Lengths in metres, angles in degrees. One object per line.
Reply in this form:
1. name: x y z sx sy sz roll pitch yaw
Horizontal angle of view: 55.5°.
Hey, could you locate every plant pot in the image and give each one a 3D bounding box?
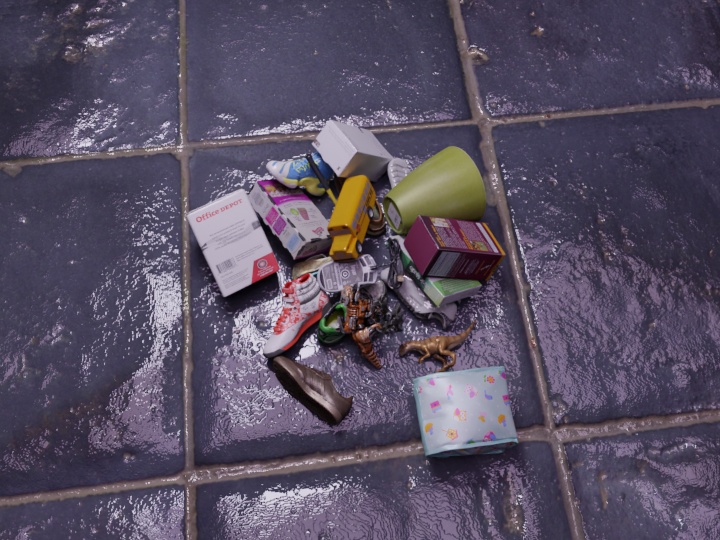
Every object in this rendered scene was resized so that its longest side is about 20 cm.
1. plant pot: 0.158 -0.165 1.589 0.197 0.188 0.189 -24 69 -20

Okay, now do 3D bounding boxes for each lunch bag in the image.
1. lunch bag: 0.213 0.301 1.442 0.196 0.122 0.174 -3 67 -10

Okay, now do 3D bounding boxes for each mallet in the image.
1. mallet: -0.071 -0.182 1.602 0.041 0.201 0.066 -32 33 0

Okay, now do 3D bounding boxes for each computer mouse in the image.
1. computer mouse: 0.000 0.000 1.535 0.196 0.044 0.112 -11 85 7

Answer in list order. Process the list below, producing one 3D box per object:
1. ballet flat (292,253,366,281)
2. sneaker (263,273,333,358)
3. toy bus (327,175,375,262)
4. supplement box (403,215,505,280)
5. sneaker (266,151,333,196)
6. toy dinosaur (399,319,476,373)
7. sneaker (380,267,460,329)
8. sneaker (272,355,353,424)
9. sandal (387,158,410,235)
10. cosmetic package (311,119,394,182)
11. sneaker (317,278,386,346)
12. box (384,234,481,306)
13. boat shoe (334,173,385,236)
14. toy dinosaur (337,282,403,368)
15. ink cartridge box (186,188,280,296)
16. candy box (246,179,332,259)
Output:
1. ballet flat: -0.066 -0.015 1.600 0.196 0.071 0.072 -16 68 -9
2. sneaker: -0.160 0.094 1.520 0.201 0.067 0.109 -40 113 -22
3. toy bus: -0.022 -0.116 1.541 0.064 0.079 0.202 -5 47 27
4. supplement box: 0.210 -0.049 1.536 0.197 0.086 0.111 4 42 -32
5. sneaker: -0.135 -0.248 1.621 0.076 0.199 0.106 45 108 29
6. toy dinosaur: 0.186 0.169 1.529 0.196 0.061 0.108 -12 66 -7
7. sneaker: 0.129 0.059 1.571 0.197 0.077 0.082 24 77 10
8. sneaker: -0.104 0.248 1.492 0.199 0.071 0.075 41 52 11
9. sandal: 0.102 -0.171 1.678 0.081 0.050 0.207 2 78 -28
10. cosmetic package: -0.015 -0.284 1.642 0.081 0.199 0.113 -46 73 21
11. sneaker: -0.014 0.090 1.543 0.078 0.086 0.200 43 71 15
12. box: 0.166 -0.010 1.564 0.143 0.037 0.200 -12 50 -43
13. boat shoe: 0.003 -0.181 1.665 0.075 0.074 0.201 -29 71 -14
14. toy dinosaur: 0.015 0.116 1.497 0.134 0.202 0.102 -24 44 -20
15. ink cartridge box: -0.291 -0.064 1.555 0.142 0.084 0.203 -25 99 -13
16. candy box: -0.158 -0.125 1.606 0.201 0.061 0.135 49 32 18
